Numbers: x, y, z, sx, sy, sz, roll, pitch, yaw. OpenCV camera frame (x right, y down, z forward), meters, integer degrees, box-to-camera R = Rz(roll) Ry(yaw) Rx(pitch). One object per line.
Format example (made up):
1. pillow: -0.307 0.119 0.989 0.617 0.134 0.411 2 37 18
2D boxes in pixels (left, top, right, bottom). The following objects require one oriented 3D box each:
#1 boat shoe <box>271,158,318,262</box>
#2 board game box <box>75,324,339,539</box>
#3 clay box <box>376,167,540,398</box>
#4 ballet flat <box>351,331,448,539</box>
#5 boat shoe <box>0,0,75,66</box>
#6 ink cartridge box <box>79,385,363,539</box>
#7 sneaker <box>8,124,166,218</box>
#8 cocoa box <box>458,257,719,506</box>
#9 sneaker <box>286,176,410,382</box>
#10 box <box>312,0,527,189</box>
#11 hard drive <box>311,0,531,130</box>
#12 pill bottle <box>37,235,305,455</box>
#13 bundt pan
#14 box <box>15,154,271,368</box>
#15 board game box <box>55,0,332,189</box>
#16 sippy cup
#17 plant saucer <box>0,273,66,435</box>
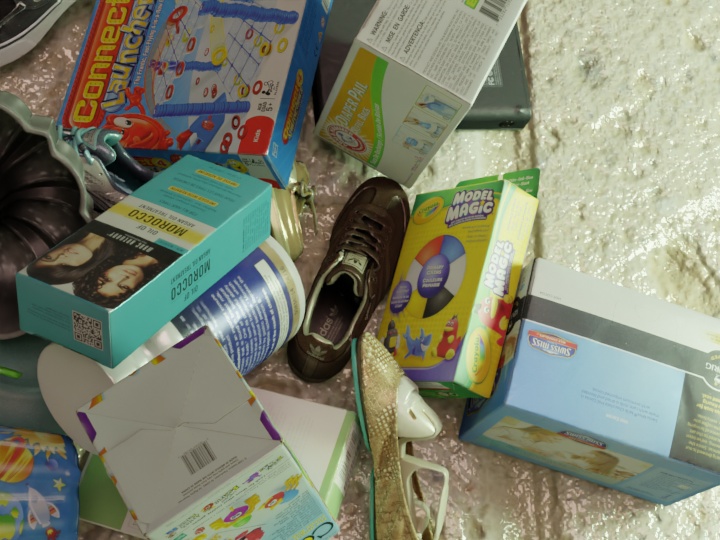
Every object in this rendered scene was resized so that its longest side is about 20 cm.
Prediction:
1. boat shoe: -0.067 -0.099 1.125 0.062 0.073 0.201 -6 71 -12
2. board game box: -0.099 0.141 0.905 0.105 0.200 0.103 -33 62 -7
3. clay box: 0.078 0.004 1.083 0.048 0.115 0.201 25 71 -33
4. ballet flat: 0.036 0.144 1.032 0.065 0.071 0.201 -5 101 15
5. boat shoe: -0.276 -0.250 1.110 0.200 0.068 0.072 -37 60 -2
6. ink cartridge box: -0.113 0.161 1.037 0.199 0.048 0.146 12 66 17
7. sneaker: -0.231 -0.089 1.034 0.200 0.086 0.078 25 42 -20
8. cocoa box: 0.202 0.097 1.080 0.199 0.133 0.132 18 68 -6
9. sneaker: 0.000 0.000 1.102 0.070 0.076 0.200 23 68 -3
10. box: 0.043 -0.164 1.069 0.101 0.200 0.113 29 72 -3
11. hard drive: 0.051 -0.198 1.209 0.199 0.033 0.140 -2 71 -13
12. pill bottle: -0.142 0.050 0.998 0.116 0.116 0.200 46 44 6
13. bundt pan: -0.292 -0.050 0.970 0.201 0.202 0.076 13 26 -8
14. box: -0.150 -0.013 0.942 0.082 0.049 0.200 20 37 21
15. board game box: -0.138 -0.174 1.102 0.195 0.056 0.201 4 67 18
16. sippy cup: -0.276 0.168 0.957 0.130 0.178 0.140 3 35 -23
17. plant saucer: -0.259 0.033 1.048 0.199 0.036 0.201 3 68 -8
